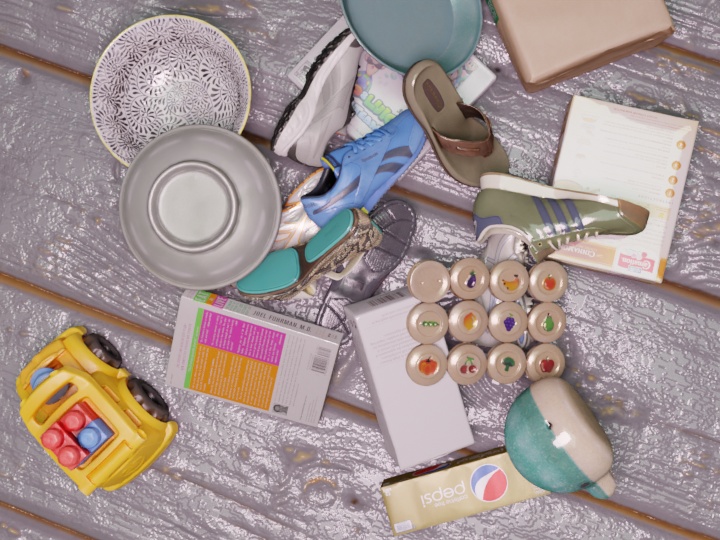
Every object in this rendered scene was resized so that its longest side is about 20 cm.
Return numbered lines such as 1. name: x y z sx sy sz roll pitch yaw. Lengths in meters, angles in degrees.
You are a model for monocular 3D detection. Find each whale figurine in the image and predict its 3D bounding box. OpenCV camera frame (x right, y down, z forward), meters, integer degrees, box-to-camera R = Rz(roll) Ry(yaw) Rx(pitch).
1. whale figurine: 0.233 0.203 1.231 0.104 0.200 0.159 -36 64 10

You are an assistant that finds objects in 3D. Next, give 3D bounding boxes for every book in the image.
1. book: -0.132 0.107 1.307 0.200 0.048 0.134 18 123 3

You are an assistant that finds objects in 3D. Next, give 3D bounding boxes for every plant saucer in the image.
1. plant saucer: -0.195 -0.075 1.257 0.200 0.050 0.200 0 93 5
2. plant saucer: 0.056 -0.323 1.292 0.200 0.036 0.200 5 78 -26

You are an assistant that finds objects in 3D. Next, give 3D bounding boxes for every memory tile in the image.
1. memory tile: 0.151 0.061 1.251 0.200 0.017 0.153 0 96 -13

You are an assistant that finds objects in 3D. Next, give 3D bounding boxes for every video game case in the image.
1. video game case: 0.039 -0.246 1.347 0.200 0.024 0.182 44 92 5

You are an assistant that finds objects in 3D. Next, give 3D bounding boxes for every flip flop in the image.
1. flip flop: 0.123 -0.173 1.276 0.081 0.058 0.200 -52 127 -18

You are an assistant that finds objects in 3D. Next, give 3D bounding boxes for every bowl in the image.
1. bowl: -0.229 -0.210 1.332 0.201 0.094 0.201 0 88 4

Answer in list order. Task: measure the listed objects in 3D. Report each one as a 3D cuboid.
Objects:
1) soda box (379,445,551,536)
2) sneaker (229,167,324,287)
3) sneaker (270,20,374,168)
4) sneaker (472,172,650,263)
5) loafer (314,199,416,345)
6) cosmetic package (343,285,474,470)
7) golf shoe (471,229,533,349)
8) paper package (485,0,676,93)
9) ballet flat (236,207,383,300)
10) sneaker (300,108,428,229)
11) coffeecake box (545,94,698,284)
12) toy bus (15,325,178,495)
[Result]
1. soda box: 0.129 0.265 1.302 0.200 0.068 0.064 -16 86 4
2. sneaker: -0.082 -0.038 1.328 0.200 0.076 0.092 -43 90 3
3. sneaker: -0.034 -0.219 1.312 0.079 0.074 0.200 30 91 -15
4. sneaker: 0.225 -0.048 1.230 0.200 0.067 0.090 14 81 13
5. loafer: 0.000 0.000 1.327 0.072 0.063 0.200 30 87 -8
6. cosmetic package: 0.058 0.127 1.283 0.102 0.074 0.200 -17 101 -10
7. golf shoe: 0.162 -0.001 1.307 0.097 0.078 0.200 -4 87 10
8. paper package: 0.253 -0.342 1.295 0.190 0.103 0.200 -21 87 3
9. ballet flat: -0.055 -0.005 1.267 0.200 0.075 0.068 -30 45 28
10. sneaker: 0.007 -0.135 1.279 0.200 0.066 0.078 -50 118 -10
11. coffeecake box: 0.309 -0.097 1.296 0.153 0.073 0.200 13 89 5
12. toy bus: -0.344 0.173 1.281 0.136 0.192 0.200 -44 84 3
